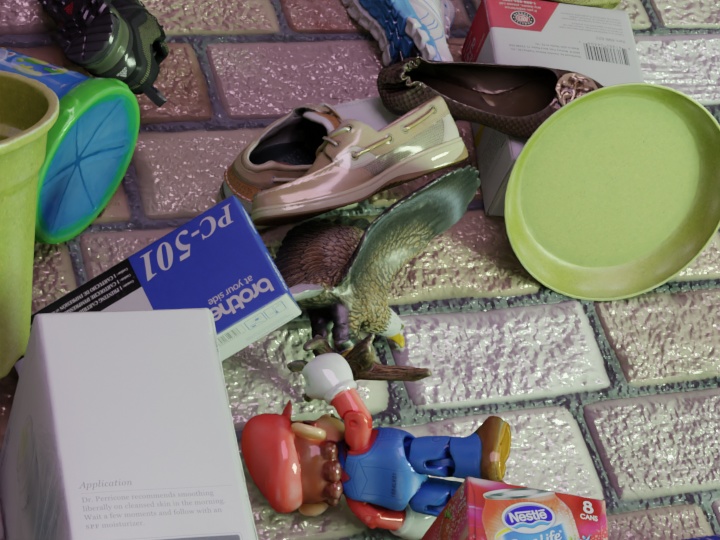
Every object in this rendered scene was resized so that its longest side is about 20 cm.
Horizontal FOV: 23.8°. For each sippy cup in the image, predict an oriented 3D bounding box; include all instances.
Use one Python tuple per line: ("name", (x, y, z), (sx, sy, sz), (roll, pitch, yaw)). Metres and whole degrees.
("sippy cup", (-0.262, -0.109, 1.323), (0.130, 0.178, 0.140), (28, 85, 15))

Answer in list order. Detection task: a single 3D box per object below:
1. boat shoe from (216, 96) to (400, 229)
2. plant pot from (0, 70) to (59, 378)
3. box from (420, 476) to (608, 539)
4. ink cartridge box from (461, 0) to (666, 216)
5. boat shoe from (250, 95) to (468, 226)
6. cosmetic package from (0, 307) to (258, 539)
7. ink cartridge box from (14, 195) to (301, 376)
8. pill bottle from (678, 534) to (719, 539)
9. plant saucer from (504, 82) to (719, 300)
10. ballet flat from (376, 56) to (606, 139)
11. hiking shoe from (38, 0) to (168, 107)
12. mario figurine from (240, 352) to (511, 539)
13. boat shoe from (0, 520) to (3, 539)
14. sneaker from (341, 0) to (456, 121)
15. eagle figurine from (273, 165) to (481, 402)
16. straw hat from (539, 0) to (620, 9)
("boat shoe", (-0.032, -0.102, 1.433), (0.075, 0.068, 0.200), (42, 51, 16))
("plant pot", (-0.299, -0.022, 1.161), (0.200, 0.185, 0.200), (0, 25, 0))
("box", (0.084, 0.229, 1.143), (0.099, 0.200, 0.096), (11, 54, -12))
("ink cartridge box", (0.177, -0.141, 1.530), (0.145, 0.083, 0.200), (6, 53, -15))
("boat shoe", (-0.007, -0.088, 1.375), (0.200, 0.072, 0.065), (-22, 93, -26))
("cosmetic package", (-0.157, 0.161, 1.106), (0.123, 0.200, 0.200), (0, 55, -20))
("ink cartridge box", (-0.152, 0.038, 1.235), (0.200, 0.044, 0.094), (-31, 64, 1))
("pill bottle", (0.281, 0.252, 1.251), (0.199, 0.120, 0.120), (-3, 56, -22))
("plant saucer", (0.213, -0.069, 1.434), (0.199, 0.200, 0.031), (6, 26, -16))
("ballet flat", (0.110, -0.153, 1.443), (0.199, 0.046, 0.068), (8, 58, 14))
("hiking shoe", (-0.214, -0.210, 1.455), (0.101, 0.076, 0.200), (45, 18, -37))
("mario figurine", (0.011, 0.130, 1.248), (0.199, 0.106, 0.124), (6, 80, 12))
("boat shoe", (-0.330, 0.133, 1.155), (0.200, 0.060, 0.074), (39, 8, 4))
("sneaker", (0.059, -0.218, 1.555), (0.086, 0.075, 0.200), (-7, 58, -31))
("eagle figurine", (0.002, 0.004, 1.335), (0.151, 0.151, 0.200), (11, 61, 6))
("straw hat", (0.201, -0.277, 1.596), (0.200, 0.201, 0.085), (5, 73, -16))
